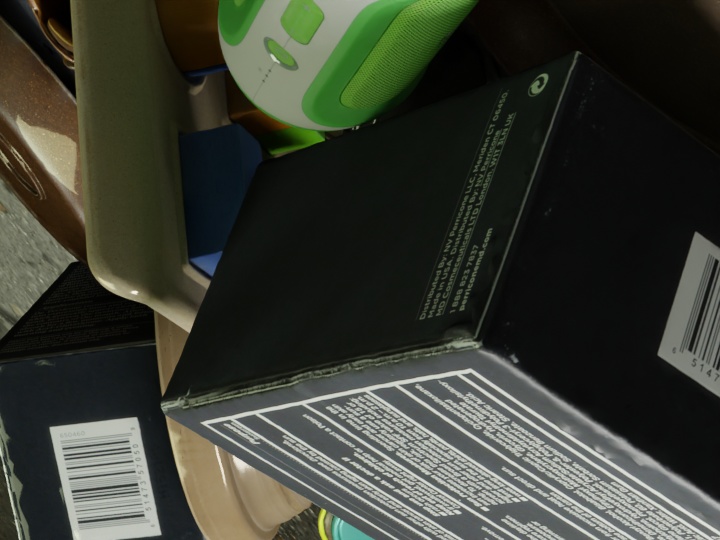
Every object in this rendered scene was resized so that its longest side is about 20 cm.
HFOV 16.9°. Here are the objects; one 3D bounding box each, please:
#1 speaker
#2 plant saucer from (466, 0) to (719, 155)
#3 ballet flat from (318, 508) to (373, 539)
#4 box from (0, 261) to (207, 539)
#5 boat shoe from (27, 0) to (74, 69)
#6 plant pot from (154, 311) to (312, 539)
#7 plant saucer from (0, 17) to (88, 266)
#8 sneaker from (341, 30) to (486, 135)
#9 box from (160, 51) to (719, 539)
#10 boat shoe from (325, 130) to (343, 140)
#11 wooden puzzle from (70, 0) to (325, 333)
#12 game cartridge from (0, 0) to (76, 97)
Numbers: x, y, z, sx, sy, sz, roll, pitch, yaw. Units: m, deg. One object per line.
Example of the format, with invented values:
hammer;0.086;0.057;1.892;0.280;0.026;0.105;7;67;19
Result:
speaker;0.004;-0.110;0.839;0.088;0.088;0.200;42;162;-1
plant saucer;0.110;-0.088;0.862;0.200;0.034;0.200;37;160;16
ballet flat;0.041;0.140;1.371;0.200;0.067;0.067;17;-160;-40
box;-0.125;0.083;1.373;0.200;0.107;0.149;-62;-37;-72
boat shoe;-0.124;-0.122;1.156;0.072;0.068;0.200;-8;133;22
plant pot;-0.041;0.045;1.304;0.092;0.201;0.201;-8;145;10
plant saucer;-0.177;-0.069;1.316;0.200;0.034;0.200;48;168;13
sneaker;0.045;-0.017;1.047;0.091;0.076;0.200;31;143;31
box;0.070;0.036;0.900;0.200;0.123;0.198;34;152;-27
boat shoe;0.000;0.000;1.200;0.200;0.068;0.075;43;147;-11
wooden puzzle;-0.052;-0.055;1.019;0.046;0.186;0.200;-13;160;20
game cartridge;-0.173;-0.111;1.374;0.133;0.041;0.200;31;159;38
